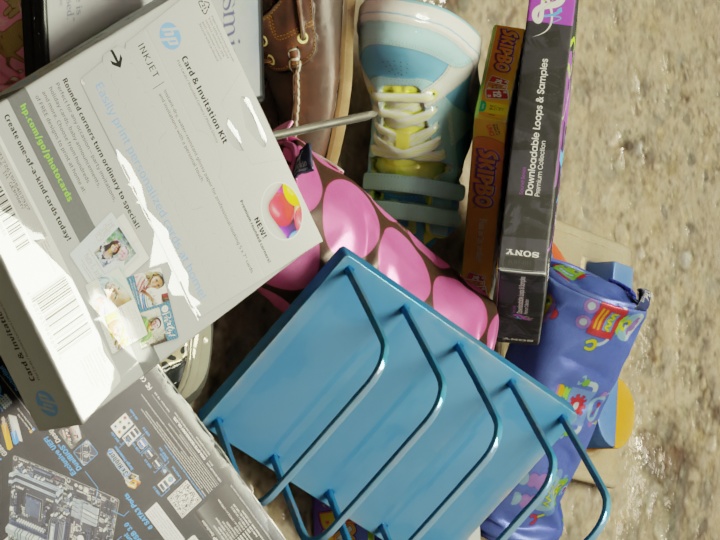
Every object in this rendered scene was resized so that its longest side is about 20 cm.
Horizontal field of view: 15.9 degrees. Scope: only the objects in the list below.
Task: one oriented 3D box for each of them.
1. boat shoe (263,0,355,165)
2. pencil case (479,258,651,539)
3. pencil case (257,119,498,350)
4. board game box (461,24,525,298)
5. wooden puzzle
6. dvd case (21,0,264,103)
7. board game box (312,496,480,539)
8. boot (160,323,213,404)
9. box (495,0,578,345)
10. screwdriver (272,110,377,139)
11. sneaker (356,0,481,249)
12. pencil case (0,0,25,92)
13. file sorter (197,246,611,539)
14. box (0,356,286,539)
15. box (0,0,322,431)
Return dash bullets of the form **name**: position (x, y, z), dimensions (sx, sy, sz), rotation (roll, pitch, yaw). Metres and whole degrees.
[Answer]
- **boat shoe**: position (-0.039, -0.152, 1.602), dimensions (0.070, 0.070, 0.202), rotation (5, 90, -19)
- **pencil case**: position (0.131, 0.090, 1.750), dimensions (0.086, 0.078, 0.201), rotation (8, 108, -38)
- **pencil case**: position (0.000, 0.000, 1.582), dimensions (0.200, 0.090, 0.094), rotation (41, 51, -31)
- **board game box**: position (0.086, -0.056, 1.718), dimensions (0.096, 0.030, 0.201), rotation (-76, 175, -45)
- **wooden puzzle**: position (0.154, 0.056, 1.879), dimensions (0.200, 0.046, 0.187), rotation (20, 71, -54)
- **dvd case**: position (-0.114, -0.142, 1.386), dimensions (0.200, 0.017, 0.144), rotation (-24, 117, -55)
- **board game box**: position (0.025, 0.163, 1.681), dimensions (0.134, 0.045, 0.202), rotation (-1, 88, -55)
- **boot**: position (-0.151, -0.024, 1.418), dimensions (0.153, 0.073, 0.205), rotation (3, 84, -53)
- **box**: position (0.113, -0.068, 1.654), dimensions (0.143, 0.036, 0.201), rotation (83, 16, -71)
- **screwdriver**: position (-0.067, -0.075, 1.449), dimensions (0.199, 0.029, 0.028), rotation (-20, 137, -43)
- **sneaker**: position (0.033, -0.085, 1.648), dimensions (0.200, 0.079, 0.131), rotation (57, 43, -66)
- **pencil case**: position (-0.147, -0.157, 1.425), dimensions (0.200, 0.082, 0.087), rotation (-26, 129, -54)
- **file sorter**: position (0.031, 0.112, 1.528), dimensions (0.200, 0.139, 0.123), rotation (35, 14, -27)
- **box**: position (-0.151, 0.122, 1.336), dimensions (0.159, 0.046, 0.200), rotation (-42, 112, -17)
- **box**: position (-0.121, -0.036, 1.304), dimensions (0.200, 0.041, 0.157), rotation (-38, 109, -41)
